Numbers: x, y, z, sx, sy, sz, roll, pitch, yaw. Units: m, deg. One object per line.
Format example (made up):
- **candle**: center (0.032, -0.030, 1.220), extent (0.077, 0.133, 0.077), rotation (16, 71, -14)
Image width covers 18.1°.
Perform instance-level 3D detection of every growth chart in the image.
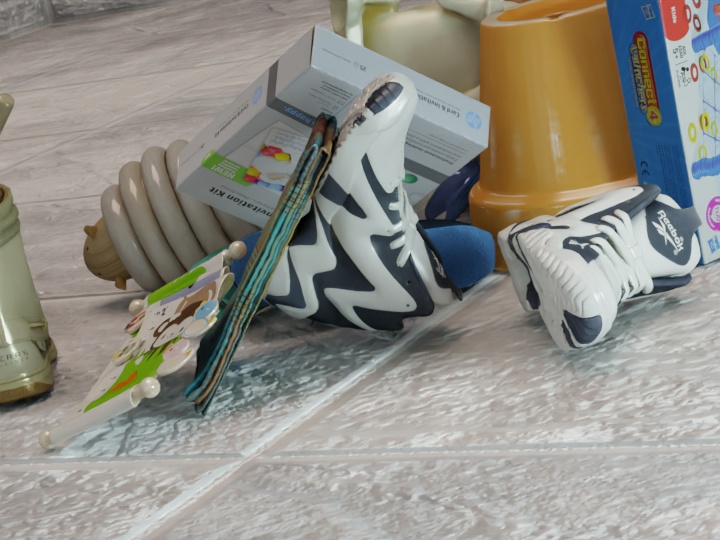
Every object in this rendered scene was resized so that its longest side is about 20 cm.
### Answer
- **growth chart**: center (-0.143, 0.050, 1.546), extent (0.144, 0.018, 0.200), rotation (-31, 17, 33)

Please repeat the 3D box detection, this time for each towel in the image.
- **towel**: center (-0.068, -0.009, 1.556), extent (0.022, 0.201, 0.147), rotation (25, 12, -5)

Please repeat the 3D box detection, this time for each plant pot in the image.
- **plant pot**: center (0.171, -0.116, 1.738), extent (0.199, 0.185, 0.200), rotation (-12, 13, 3)

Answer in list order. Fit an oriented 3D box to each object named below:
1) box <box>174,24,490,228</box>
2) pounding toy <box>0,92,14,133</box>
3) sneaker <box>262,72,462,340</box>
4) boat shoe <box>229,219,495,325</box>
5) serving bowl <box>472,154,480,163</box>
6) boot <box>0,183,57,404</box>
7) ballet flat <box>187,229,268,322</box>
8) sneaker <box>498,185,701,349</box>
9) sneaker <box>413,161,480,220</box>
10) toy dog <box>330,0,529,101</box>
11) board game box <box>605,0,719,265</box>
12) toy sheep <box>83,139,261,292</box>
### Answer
- **box**: center (-0.023, -0.090, 1.675), extent (0.155, 0.041, 0.200), rotation (23, -35, -25)
- **pounding toy**: center (-0.354, -0.040, 1.882), extent (0.141, 0.202, 0.184), rotation (-17, 14, -19)
- **sneaker**: center (0.026, -0.033, 1.556), extent (0.129, 0.200, 0.080), rotation (25, 24, -6)
- **boat shoe**: center (0.000, 0.000, 1.695), extent (0.198, 0.085, 0.069), rotation (3, 4, -6)
- **serving bowl**: center (0.146, -0.112, 2.009), extent (0.198, 0.066, 0.200), rotation (-13, 13, 3)
- **boot**: center (-0.283, 0.007, 1.718), extent (0.072, 0.157, 0.200), rotation (-14, 13, -7)
- **ballet flat**: center (-0.067, -0.007, 1.783), extent (0.199, 0.068, 0.070), rotation (-22, 2, -43)
- **sneaker**: center (0.172, -0.011, 1.494), extent (0.129, 0.080, 0.199), rotation (-22, 4, -3)
- **sneaker**: center (0.033, -0.083, 1.905), extent (0.075, 0.088, 0.200), rotation (-48, 20, -16)
- **toy dog**: center (0.076, -0.165, 1.872), extent (0.198, 0.141, 0.194), rotation (-4, -11, -9)
- **board game box**: center (0.282, -0.129, 1.654), extent (0.195, 0.202, 0.056), rotation (-23, 17, -34)
- **toy sheep**: center (-0.143, -0.049, 1.884), extent (0.199, 0.138, 0.138), rotation (-29, 11, 8)
